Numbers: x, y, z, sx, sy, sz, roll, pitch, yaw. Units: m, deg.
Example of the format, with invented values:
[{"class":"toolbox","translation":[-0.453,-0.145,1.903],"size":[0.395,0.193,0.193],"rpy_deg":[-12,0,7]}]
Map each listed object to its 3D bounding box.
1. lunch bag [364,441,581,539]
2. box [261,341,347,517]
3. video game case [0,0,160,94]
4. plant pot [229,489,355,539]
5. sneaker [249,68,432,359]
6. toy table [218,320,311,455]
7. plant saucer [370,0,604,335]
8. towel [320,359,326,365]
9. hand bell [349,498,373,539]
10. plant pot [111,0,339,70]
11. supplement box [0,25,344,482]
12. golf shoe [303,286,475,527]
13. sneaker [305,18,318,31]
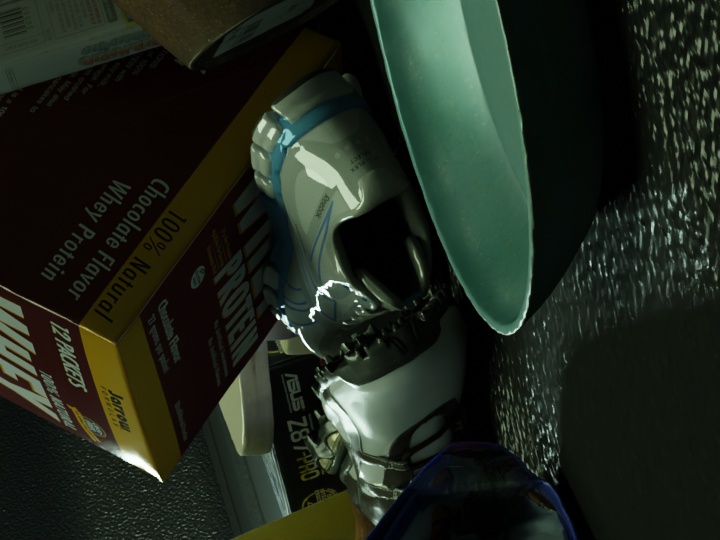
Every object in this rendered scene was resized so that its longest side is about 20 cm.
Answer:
[{"class":"lunch bag","translation":[0.048,0.192,0.808],"size":[0.200,0.124,0.170],"rpy_deg":[-88,-6,-45]},{"class":"box","translation":[-0.055,0.078,1.376],"size":[0.161,0.049,0.200],"rpy_deg":[-117,11,-47]},{"class":"video game case","translation":[-0.115,-0.186,1.028],"size":[0.023,0.182,0.200],"rpy_deg":[77,174,-51]},{"class":"plant pot","translation":[-0.026,0.285,1.257],"size":[0.176,0.200,0.200],"rpy_deg":[48,153,51]},{"class":"sneaker","translation":[0.000,0.000,0.978],"size":[0.087,0.075,0.200],"rpy_deg":[50,166,31]},{"class":"toy table","translation":[-0.077,0.001,1.205],"size":[0.200,0.183,0.117],"rpy_deg":[-99,18,-50]},{"class":"plant saucer","translation":[0.039,-0.080,0.672],"size":[0.200,0.036,0.200],"rpy_deg":[165,90,-83]},{"class":"towel","translation":[-0.020,0.088,1.426],"size":[0.200,0.022,0.145],"rpy_deg":[-135,31,-74]},{"class":"hand bell","translation":[0.006,0.161,1.173],"size":[0.104,0.104,0.200],"rpy_deg":[86,-176,-52]},{"class":"plant pot","translation":[-0.082,-0.194,0.889],"size":[0.200,0.187,0.187],"rpy_deg":[61,171,2]},{"class":"supplement box","translation":[-0.136,-0.041,1.031],"size":[0.200,0.197,0.133],"rpy_deg":[24,152,20]},{"class":"golf shoe","translation":[0.029,0.074,0.943],"size":[0.095,0.078,0.200],"rpy_deg":[55,168,15]},{"class":"sneaker","translation":[-0.051,-0.134,1.123],"size":[0.200,0.075,0.090],"rpy_deg":[86,-174,-57]}]
